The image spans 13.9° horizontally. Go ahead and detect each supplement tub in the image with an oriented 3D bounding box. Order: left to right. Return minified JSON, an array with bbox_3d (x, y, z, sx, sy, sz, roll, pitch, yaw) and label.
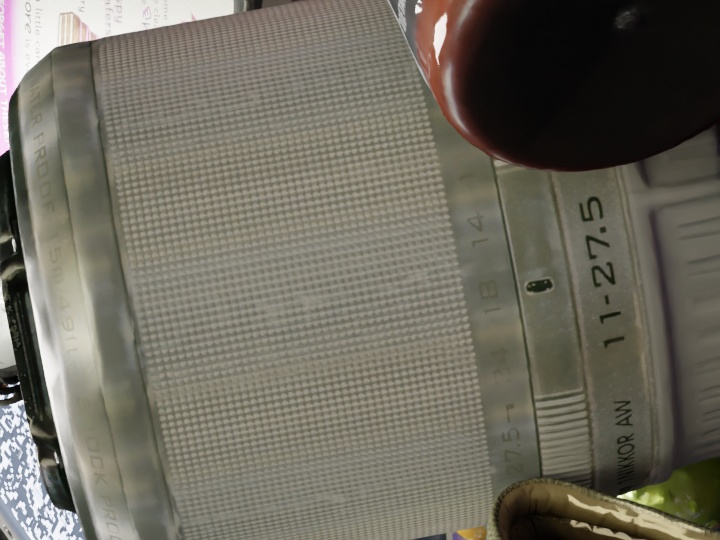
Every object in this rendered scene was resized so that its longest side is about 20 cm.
[{"bbox_3d":[0.038,-0.128,0.787,0.107,0.107,0.200,-59,39,36],"label":"supplement tub"}]

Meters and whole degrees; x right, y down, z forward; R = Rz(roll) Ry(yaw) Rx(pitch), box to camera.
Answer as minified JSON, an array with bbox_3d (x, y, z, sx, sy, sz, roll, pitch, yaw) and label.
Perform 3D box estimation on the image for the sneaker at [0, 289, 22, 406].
[{"bbox_3d":[-0.129,0.016,1.137,0.200,0.074,0.080,11,116,52],"label":"sneaker"}]

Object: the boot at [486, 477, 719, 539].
[{"bbox_3d":[0.104,0.158,0.794,0.200,0.072,0.155,35,138,34],"label":"boot"}]

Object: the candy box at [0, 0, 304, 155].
[{"bbox_3d":[-0.082,-0.075,1.024,0.200,0.061,0.137,14,108,46],"label":"candy box"}]

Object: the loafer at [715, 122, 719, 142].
[{"bbox_3d":[0.127,-0.118,0.816,0.200,0.072,0.063,94,168,-45],"label":"loafer"}]

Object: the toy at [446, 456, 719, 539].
[{"bbox_3d":[0.089,0.087,0.924,0.200,0.047,0.115,13,109,46],"label":"toy"}]

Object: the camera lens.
[{"bbox_3d":[0.000,0.000,0.858,0.160,0.200,0.160,169,90,-88],"label":"camera lens"}]
